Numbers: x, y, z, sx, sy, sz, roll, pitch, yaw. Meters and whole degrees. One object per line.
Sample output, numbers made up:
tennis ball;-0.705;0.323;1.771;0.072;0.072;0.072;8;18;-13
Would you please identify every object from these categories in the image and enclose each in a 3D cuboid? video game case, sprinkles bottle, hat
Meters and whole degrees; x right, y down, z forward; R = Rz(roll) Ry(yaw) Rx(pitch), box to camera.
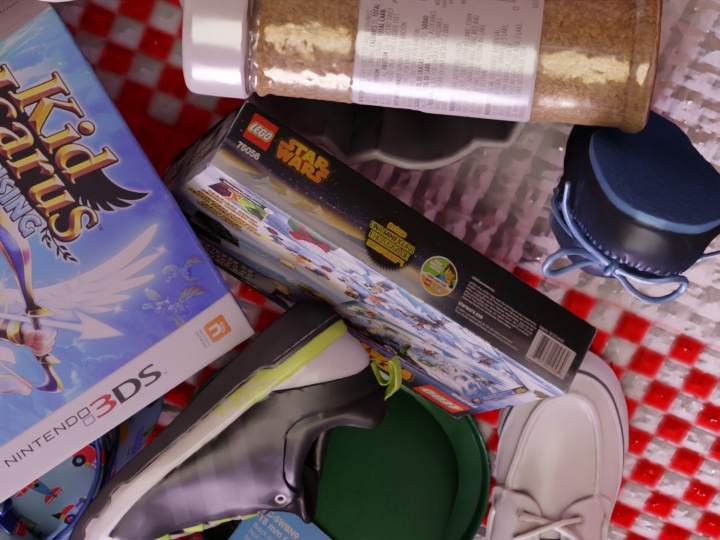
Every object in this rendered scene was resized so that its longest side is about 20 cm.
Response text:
video game case;-0.170;0.000;0.948;0.181;0.045;0.200;-34;124;-6
sprinkles bottle;0.026;-0.100;0.896;0.199;0.068;0.069;6;120;3
hat;-0.010;0.155;1.068;0.199;0.176;0.166;26;118;-10

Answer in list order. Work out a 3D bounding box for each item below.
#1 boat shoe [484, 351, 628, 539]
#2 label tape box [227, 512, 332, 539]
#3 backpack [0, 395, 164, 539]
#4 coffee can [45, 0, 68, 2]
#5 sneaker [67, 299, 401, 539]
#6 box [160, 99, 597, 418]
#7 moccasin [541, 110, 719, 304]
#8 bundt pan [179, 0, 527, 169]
boat shoe;0.097;0.137;1.113;0.072;0.066;0.201;11;120;-1
label tape box;-0.062;0.231;1.051;0.144;0.063;0.200;39;106;18
backpack;-0.206;0.086;1.079;0.200;0.135;0.183;-39;108;23
coffee can;-0.071;-0.211;0.815;0.199;0.147;0.147;-24;115;30
sneaker;-0.062;0.102;1.022;0.083;0.072;0.200;46;110;2
box;0.000;0.000;1.014;0.200;0.040;0.137;33;162;-13
moccasin;0.123;-0.024;0.937;0.080;0.200;0.068;26;106;1
bundt pan;0.019;-0.152;0.950;0.201;0.076;0.203;3;121;4
